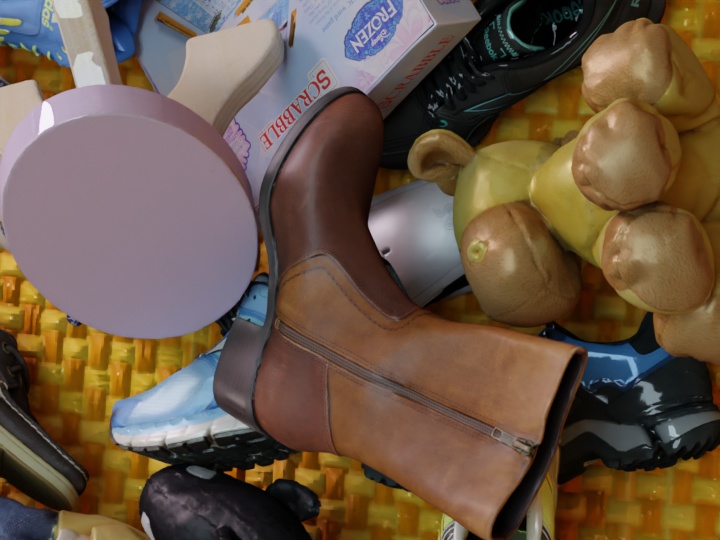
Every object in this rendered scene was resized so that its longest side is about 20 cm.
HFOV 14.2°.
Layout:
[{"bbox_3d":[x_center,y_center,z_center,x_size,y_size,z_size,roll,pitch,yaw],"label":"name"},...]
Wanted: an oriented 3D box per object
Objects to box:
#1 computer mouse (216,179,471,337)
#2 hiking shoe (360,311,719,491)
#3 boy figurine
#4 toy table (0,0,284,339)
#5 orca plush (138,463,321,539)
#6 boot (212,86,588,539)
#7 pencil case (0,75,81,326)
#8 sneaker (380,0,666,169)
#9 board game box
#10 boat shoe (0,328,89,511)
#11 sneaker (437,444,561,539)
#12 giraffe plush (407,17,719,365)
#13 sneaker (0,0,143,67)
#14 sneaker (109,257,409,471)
[{"bbox_3d":[0.000,0.000,1.597,0.200,0.044,0.110,-32,76,20],"label":"computer mouse"},{"bbox_3d":[0.095,0.072,1.546,0.199,0.074,0.087,-10,78,13],"label":"hiking shoe"},{"bbox_3d":[-0.150,0.170,1.627,0.199,0.124,0.065,24,74,-7],"label":"boy figurine"},{"bbox_3d":[-0.124,-0.065,1.518,0.183,0.200,0.118,-8,54,-4],"label":"toy table"},{"bbox_3d":[-0.060,0.173,1.527,0.105,0.071,0.200,-36,64,13],"label":"orca plush"},{"bbox_3d":[0.027,0.017,1.443,0.199,0.068,0.189,20,86,40],"label":"boot"},{"bbox_3d":[-0.210,-0.059,1.647,0.200,0.078,0.090,40,129,4],"label":"pencil case"},{"bbox_3d":[0.065,-0.119,1.553,0.200,0.079,0.076,-31,79,22],"label":"sneaker"},{"bbox_3d":[-0.050,-0.157,1.582,0.200,0.041,0.200,-43,69,40],"label":"board game box"},{"bbox_3d":[-0.226,0.059,1.681,0.200,0.073,0.065,41,72,14],"label":"boat shoe"},{"bbox_3d":[0.062,0.168,1.482,0.075,0.076,0.201,2,102,7],"label":"sneaker"},{"bbox_3d":[0.113,-0.034,1.481,0.162,0.200,0.173,-15,108,25],"label":"giraffe plush"},{"bbox_3d":[-0.188,-0.146,1.640,0.200,0.076,0.105,-36,75,48],"label":"sneaker"},{"bbox_3d":[-0.051,0.050,1.578,0.199,0.078,0.090,-21,67,23],"label":"sneaker"}]
